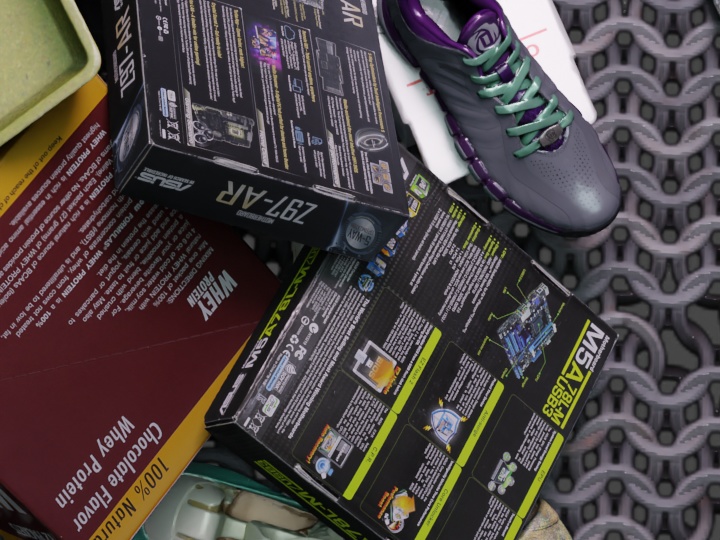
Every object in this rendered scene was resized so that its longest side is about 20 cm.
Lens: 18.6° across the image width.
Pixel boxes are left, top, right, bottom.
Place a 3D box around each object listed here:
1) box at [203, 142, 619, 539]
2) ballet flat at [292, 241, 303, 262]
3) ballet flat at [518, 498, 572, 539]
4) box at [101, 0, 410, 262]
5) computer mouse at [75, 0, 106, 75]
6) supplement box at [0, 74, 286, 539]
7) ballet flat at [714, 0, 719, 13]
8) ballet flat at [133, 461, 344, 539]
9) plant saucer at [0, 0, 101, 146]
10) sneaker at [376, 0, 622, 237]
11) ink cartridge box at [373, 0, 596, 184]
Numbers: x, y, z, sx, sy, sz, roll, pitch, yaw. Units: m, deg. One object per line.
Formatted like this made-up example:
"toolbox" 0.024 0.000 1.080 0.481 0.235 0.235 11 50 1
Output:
"box" 0.034 0.062 1.258 0.193 0.047 0.201 40 64 -23
"ballet flat" 0.000 0.000 1.335 0.067 0.067 0.200 -41 85 0
"ballet flat" 0.049 0.218 1.301 0.200 0.071 0.071 -41 83 -7
"box" -0.061 -0.113 1.212 0.159 0.044 0.201 14 47 -29
"computer mouse" -0.172 -0.128 1.351 0.198 0.046 0.142 -8 102 2
"supplement box" -0.178 0.026 1.234 0.200 0.132 0.198 48 68 -26
"ballet flat" 0.243 -0.216 1.362 0.071 0.072 0.202 -16 81 -3
"ballet flat" -0.069 0.154 1.304 0.198 0.070 0.068 14 81 2
"plant saucer" -0.242 -0.133 1.181 0.199 0.048 0.201 -33 73 18
"sneaker" 0.078 -0.104 1.271 0.074 0.088 0.200 -40 83 -6
"ink cartridge box" 0.056 -0.156 1.358 0.115 0.067 0.202 -21 82 -4
